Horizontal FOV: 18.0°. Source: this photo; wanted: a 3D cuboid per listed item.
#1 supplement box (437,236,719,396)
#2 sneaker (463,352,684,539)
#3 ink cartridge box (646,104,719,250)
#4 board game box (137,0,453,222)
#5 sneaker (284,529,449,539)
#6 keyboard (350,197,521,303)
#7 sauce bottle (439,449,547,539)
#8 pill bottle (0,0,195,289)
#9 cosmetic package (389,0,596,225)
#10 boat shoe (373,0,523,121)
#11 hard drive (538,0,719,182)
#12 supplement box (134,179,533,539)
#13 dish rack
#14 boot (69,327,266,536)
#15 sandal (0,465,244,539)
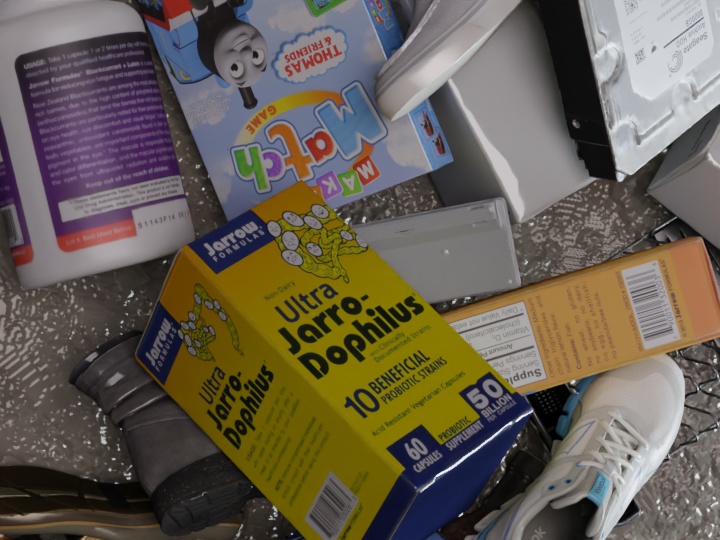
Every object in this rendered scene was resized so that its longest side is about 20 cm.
[{"bbox_3d":[0.121,0.037,1.400,0.199,0.067,0.069,-15,89,3],"label":"supplement box"},{"bbox_3d":[0.144,0.130,1.397,0.075,0.087,0.200,39,74,-6],"label":"sneaker"},{"bbox_3d":[0.308,-0.058,1.489,0.200,0.084,0.146,37,64,-10],"label":"ink cartridge box"},{"bbox_3d":[-0.047,-0.133,1.395,0.151,0.037,0.201,-21,95,30],"label":"board game box"},{"bbox_3d":[-0.034,0.194,1.408,0.199,0.079,0.089,-2,49,7],"label":"sneaker"},{"bbox_3d":[0.000,0.000,1.409,0.199,0.011,0.057,-11,97,19],"label":"keyboard"},{"bbox_3d":[0.060,0.205,1.442,0.065,0.065,0.200,40,81,-10],"label":"sauce bottle"},{"bbox_3d":[-0.174,-0.097,1.368,0.111,0.111,0.201,-14,92,-14],"label":"pill bottle"},{"bbox_3d":[0.067,-0.128,1.431,0.081,0.113,0.201,-28,93,-17],"label":"cosmetic package"},{"bbox_3d":[0.064,-0.175,1.341,0.068,0.072,0.200,41,76,0],"label":"boat shoe"},{"bbox_3d":[0.165,-0.172,1.357,0.140,0.038,0.201,-36,125,-33],"label":"hard drive"},{"bbox_3d":[-0.018,0.065,1.327,0.200,0.110,0.109,44,48,16],"label":"supplement box"},{"bbox_3d":[0.193,0.055,1.486,0.200,0.055,0.154,-32,97,-13],"label":"dish rack"},{"bbox_3d":[-0.071,0.080,1.405,0.200,0.070,0.132,-7,56,-44],"label":"boot"},{"bbox_3d":[-0.170,0.158,1.386,0.199,0.080,0.054,6,103,-18],"label":"sandal"}]
